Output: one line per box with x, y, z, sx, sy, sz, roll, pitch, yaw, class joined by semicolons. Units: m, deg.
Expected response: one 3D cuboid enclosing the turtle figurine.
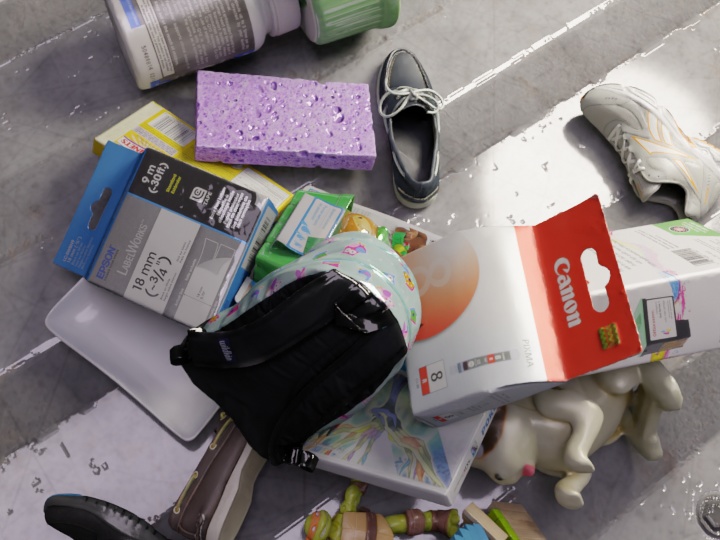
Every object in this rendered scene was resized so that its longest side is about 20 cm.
0.010;0.263;0.847;0.160;0.065;0.201;15;52;-11;turtle figurine

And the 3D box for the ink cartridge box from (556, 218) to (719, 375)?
0.264;0.021;0.859;0.198;0.145;0.085;-9;110;-10;ink cartridge box

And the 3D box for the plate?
-0.187;0.042;0.926;0.199;0.032;0.200;37;71;7;plate

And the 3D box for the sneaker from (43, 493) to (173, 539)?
-0.210;0.270;0.818;0.198;0.073;0.082;25;71;4;sneaker

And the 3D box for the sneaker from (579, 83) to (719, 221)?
0.329;-0.133;1.027;0.199;0.076;0.092;37;75;9;sneaker

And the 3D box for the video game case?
0.033;0.120;0.851;0.198;0.022;0.183;8;49;32;video game case

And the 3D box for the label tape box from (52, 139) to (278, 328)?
-0.202;-0.037;0.881;0.198;0.063;0.145;22;84;7;label tape box

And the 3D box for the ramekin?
-0.039;-0.356;1.005;0.097;0.200;0.201;-23;74;-7;ramekin

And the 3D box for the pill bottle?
-0.175;-0.288;1.003;0.198;0.114;0.115;-22;73;-12;pill bottle

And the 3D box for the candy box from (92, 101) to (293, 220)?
-0.179;-0.104;0.964;0.199;0.027;0.102;34;46;7;candy box

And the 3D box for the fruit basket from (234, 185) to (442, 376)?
0.000;0.000;0.897;0.198;0.094;0.186;19;50;12;fruit basket

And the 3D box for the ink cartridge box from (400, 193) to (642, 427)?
0.126;0.030;0.775;0.199;0.050;0.164;-27;52;30;ink cartridge box

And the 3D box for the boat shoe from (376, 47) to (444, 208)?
0.056;-0.172;1.015;0.074;0.062;0.202;1;69;-4;boat shoe

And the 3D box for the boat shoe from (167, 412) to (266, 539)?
-0.118;0.168;0.868;0.059;0.072;0.201;16;62;16;boat shoe

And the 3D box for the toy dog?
0.183;0.134;0.880;0.198;0.140;0.195;-21;60;-13;toy dog

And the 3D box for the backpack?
-0.042;0.057;0.774;0.167;0.200;0.127;45;29;-14;backpack

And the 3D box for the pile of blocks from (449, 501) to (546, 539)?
0.106;0.270;0.817;0.082;0.199;0.062;42;110;22;pile of blocks

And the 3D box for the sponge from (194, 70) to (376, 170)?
-0.085;-0.167;0.995;0.198;0.030;0.112;3;56;-10;sponge
